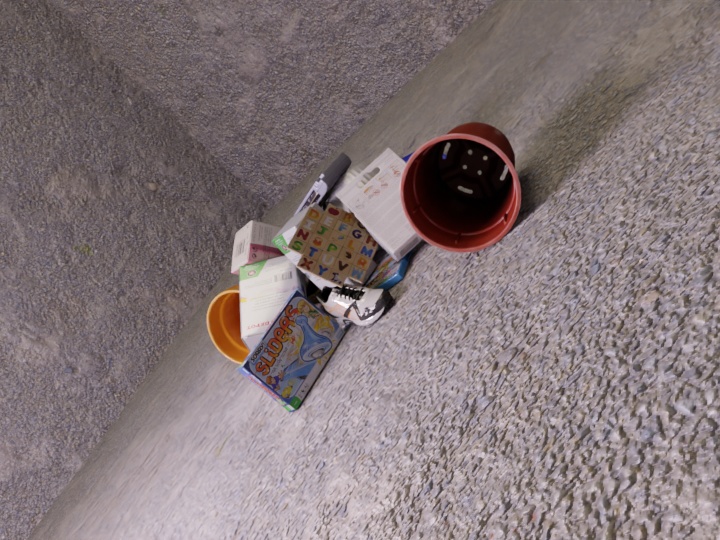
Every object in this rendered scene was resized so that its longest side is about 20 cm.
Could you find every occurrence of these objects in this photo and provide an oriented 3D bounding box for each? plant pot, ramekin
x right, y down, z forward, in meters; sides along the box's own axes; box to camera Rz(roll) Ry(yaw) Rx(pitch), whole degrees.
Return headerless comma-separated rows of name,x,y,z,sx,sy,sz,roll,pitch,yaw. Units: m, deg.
plant pot,0.186,-0.163,1.225,0.200,0.201,0.195,-39,9,29
ramekin,0.018,-0.147,1.604,0.201,0.200,0.098,-47,57,0
plant pot,-0.264,0.116,1.827,0.200,0.201,0.183,-39,0,29

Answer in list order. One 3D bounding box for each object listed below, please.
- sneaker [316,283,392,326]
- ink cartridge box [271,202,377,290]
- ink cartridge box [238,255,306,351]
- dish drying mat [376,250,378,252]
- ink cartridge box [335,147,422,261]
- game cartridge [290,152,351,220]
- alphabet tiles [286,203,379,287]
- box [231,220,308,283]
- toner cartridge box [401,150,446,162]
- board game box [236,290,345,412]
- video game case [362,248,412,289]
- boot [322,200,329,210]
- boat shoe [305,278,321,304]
sneaker,-0.017,0.062,1.398,0.199,0.080,0.074,-13,33,50
ink cartridge box,-0.080,-0.037,1.559,0.083,0.200,0.146,-51,15,-26
ink cartridge box,-0.199,0.077,1.627,0.144,0.088,0.201,-13,52,5
dish drying mat,0.000,0.000,1.659,0.077,0.018,0.201,-32,21,47
ink cartridge box,0.069,-0.139,1.473,0.161,0.200,0.050,-41,-30,-5
game cartridge,-0.091,-0.178,1.619,0.200,0.041,0.134,-49,7,49
alphabet tiles,-0.052,-0.055,1.435,0.006,0.165,0.201,115,179,-47
box,-0.207,-0.038,1.762,0.128,0.198,0.110,-25,57,58
toner cartridge box,0.159,-0.237,1.648,0.094,0.043,0.200,-26,26,-1
board game box,-0.133,0.157,1.391,0.034,0.135,0.201,-33,20,55
video game case,0.060,-0.012,1.517,0.143,0.018,0.201,-37,18,36
boot,-0.009,-0.131,1.718,0.198,0.073,0.091,-12,-40,-31
boat shoe,-0.071,-0.003,1.686,0.068,0.072,0.201,4,-62,-53
